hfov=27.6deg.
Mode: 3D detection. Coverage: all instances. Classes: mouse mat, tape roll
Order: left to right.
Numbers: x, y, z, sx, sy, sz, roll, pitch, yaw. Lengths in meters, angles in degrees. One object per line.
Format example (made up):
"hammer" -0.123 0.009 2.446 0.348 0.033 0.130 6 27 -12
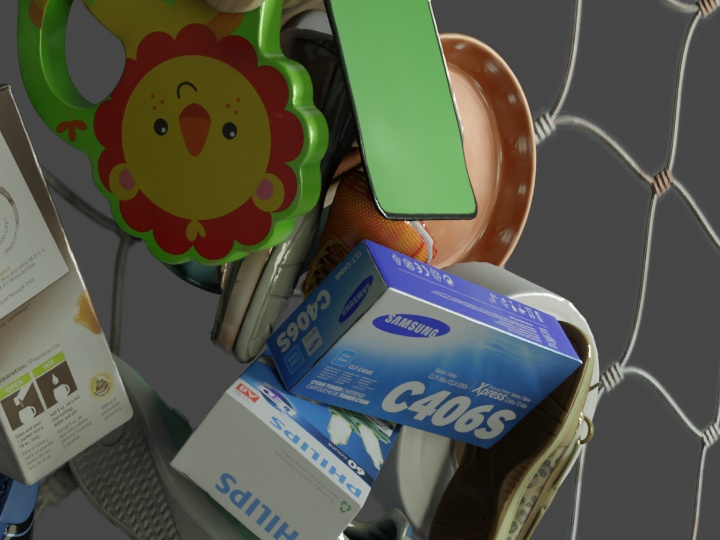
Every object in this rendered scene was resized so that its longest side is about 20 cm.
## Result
"mouse mat" 0.020 -0.127 0.882 0.160 0.007 0.203 -3 80 -64
"tape roll" 0.084 0.101 1.093 0.201 0.070 0.205 -18 119 -34

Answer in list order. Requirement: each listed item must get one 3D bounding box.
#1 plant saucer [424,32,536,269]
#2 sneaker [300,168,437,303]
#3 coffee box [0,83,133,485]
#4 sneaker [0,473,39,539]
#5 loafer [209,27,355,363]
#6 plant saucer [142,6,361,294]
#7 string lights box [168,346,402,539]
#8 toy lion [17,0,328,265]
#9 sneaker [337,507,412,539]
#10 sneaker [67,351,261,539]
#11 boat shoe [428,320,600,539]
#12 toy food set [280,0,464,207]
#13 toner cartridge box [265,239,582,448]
"plant saucer" 0.055 -0.075 1.099 0.199 0.032 0.203 -10 104 -41
"sneaker" 0.000 0.000 0.932 0.077 0.073 0.200 -47 166 -18
"coffee box" -0.214 0.003 0.808 0.079 0.114 0.202 -33 118 -33
"sneaker" -0.227 0.204 0.865 0.078 0.070 0.202 28 84 -45
"loafer" -0.053 -0.047 0.884 0.072 0.062 0.202 11 102 -80
"plant saucer" -0.081 -0.086 0.964 0.198 0.036 0.203 -8 103 -38
"string lights box" -0.037 0.102 0.905 0.102 0.200 0.059 40 104 1
"toy lion" -0.110 -0.104 0.838 0.069 0.198 0.195 -21 121 -65
"sneaker" -0.055 0.180 0.989 0.198 0.072 0.073 11 103 -27
"sneaker" -0.103 0.129 0.922 0.074 0.201 0.118 -47 162 23
"boat shoe" 0.112 0.127 1.027 0.062 0.073 0.202 9 113 -48
"toy food set" -0.024 -0.106 0.945 0.199 0.060 0.145 -32 117 -31
"toner cartridge box" 0.044 0.052 0.922 0.199 0.043 0.095 20 121 -44
